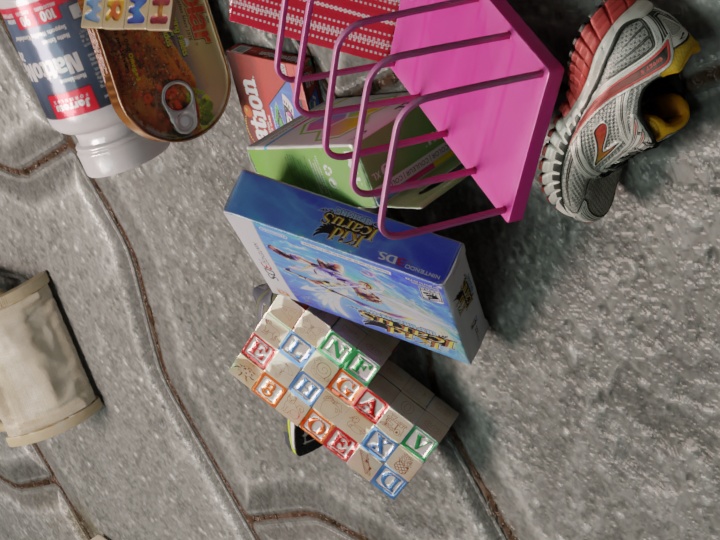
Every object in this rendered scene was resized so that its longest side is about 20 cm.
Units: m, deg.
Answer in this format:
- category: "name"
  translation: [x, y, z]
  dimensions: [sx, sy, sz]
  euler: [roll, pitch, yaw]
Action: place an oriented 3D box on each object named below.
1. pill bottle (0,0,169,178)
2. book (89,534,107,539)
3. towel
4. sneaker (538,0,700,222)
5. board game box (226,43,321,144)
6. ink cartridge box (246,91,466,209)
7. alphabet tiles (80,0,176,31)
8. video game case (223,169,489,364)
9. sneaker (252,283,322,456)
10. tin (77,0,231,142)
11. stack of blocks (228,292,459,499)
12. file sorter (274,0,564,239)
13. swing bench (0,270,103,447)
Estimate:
- category: "pill bottle"
  translation: [-0.263, -0.199, 1.629]
  dimensions: [0.119, 0.120, 0.200]
  euler: [5, 122, 51]
- category: "book"
  translation: [-0.330, 0.483, 2.385]
  dimensions: [0.134, 0.048, 0.200]
  euler: [34, 143, 37]
- category: "towel"
  translation: [-0.027, -0.261, 1.292]
  dimensions: [0.144, 0.023, 0.200]
  euler: [16, 133, 6]
- category: "sneaker"
  translation: [0.181, -0.101, 1.171]
  dimensions: [0.082, 0.078, 0.200]
  euler: [32, 145, 19]
- category: "board game box"
  translation: [-0.063, -0.108, 1.538]
  dimensions: [0.103, 0.019, 0.200]
  euler: [19, 132, 45]
- category: "ink cartridge box"
  translation: [0.009, -0.100, 1.371]
  dimensions: [0.200, 0.104, 0.059]
  euler: [4, 122, 51]
- category: "alphabet tiles"
  translation: [-0.187, -0.285, 1.402]
  dimensions: [0.200, 0.006, 0.167]
  euler: [10, 93, 47]
- category: "video game case"
  translation: [0.000, 0.000, 1.406]
  dimensions: [0.200, 0.046, 0.181]
  euler: [19, 163, 19]
- category: "sneaker"
  translation: [-0.065, 0.095, 1.681]
  dimensions: [0.081, 0.074, 0.200]
  euler: [29, 132, 46]
- category: "tin"
  translation: [-0.187, -0.214, 1.514]
  dimensions: [0.042, 0.112, 0.200]
  euler: [9, 118, 67]
- category: "stack of blocks"
  translation: [-0.010, 0.105, 1.560]
  dimensions: [0.200, 0.059, 0.115]
  euler: [38, 124, 4]
- category: "file sorter"
  translation: [0.032, -0.140, 1.215]
  dimensions: [0.200, 0.125, 0.139]
  euler: [57, 149, 38]
- category: "swing bench"
  translation: [-0.461, 0.109, 2.146]
  dimensions: [0.200, 0.130, 0.199]
  euler: [7, 123, 50]
